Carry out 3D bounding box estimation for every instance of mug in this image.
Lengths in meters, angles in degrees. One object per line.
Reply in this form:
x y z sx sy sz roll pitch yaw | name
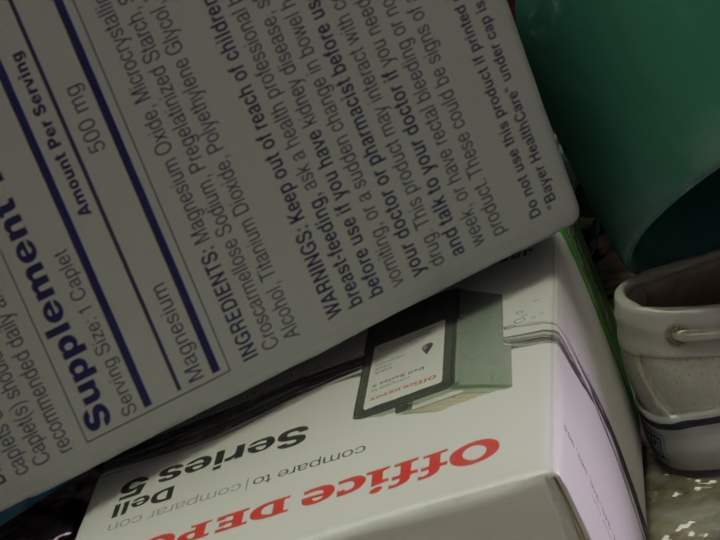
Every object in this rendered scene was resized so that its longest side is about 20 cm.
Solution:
0.123 -0.079 0.734 0.151 0.115 0.185 -22 -15 -12 | mug

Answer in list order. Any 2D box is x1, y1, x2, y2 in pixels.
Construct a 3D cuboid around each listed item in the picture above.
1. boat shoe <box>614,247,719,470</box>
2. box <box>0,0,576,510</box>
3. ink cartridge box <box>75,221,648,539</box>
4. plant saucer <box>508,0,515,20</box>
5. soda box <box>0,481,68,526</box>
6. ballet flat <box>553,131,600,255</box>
0.172 -0.005 0.701 0.199 0.070 0.071 -19 20 11 | boat shoe
-0.067 -0.062 0.662 0.199 0.185 0.105 -26 21 -12 | box
0.005 0.065 0.679 0.145 0.084 0.200 -18 21 12 | ink cartridge box
0.109 -0.137 0.887 0.199 0.037 0.200 -27 4 36 | plant saucer
-0.093 0.023 0.834 0.199 0.064 0.068 -33 13 27 | soda box
0.000 0.000 0.877 0.199 0.075 0.074 -16 21 27 | ballet flat
